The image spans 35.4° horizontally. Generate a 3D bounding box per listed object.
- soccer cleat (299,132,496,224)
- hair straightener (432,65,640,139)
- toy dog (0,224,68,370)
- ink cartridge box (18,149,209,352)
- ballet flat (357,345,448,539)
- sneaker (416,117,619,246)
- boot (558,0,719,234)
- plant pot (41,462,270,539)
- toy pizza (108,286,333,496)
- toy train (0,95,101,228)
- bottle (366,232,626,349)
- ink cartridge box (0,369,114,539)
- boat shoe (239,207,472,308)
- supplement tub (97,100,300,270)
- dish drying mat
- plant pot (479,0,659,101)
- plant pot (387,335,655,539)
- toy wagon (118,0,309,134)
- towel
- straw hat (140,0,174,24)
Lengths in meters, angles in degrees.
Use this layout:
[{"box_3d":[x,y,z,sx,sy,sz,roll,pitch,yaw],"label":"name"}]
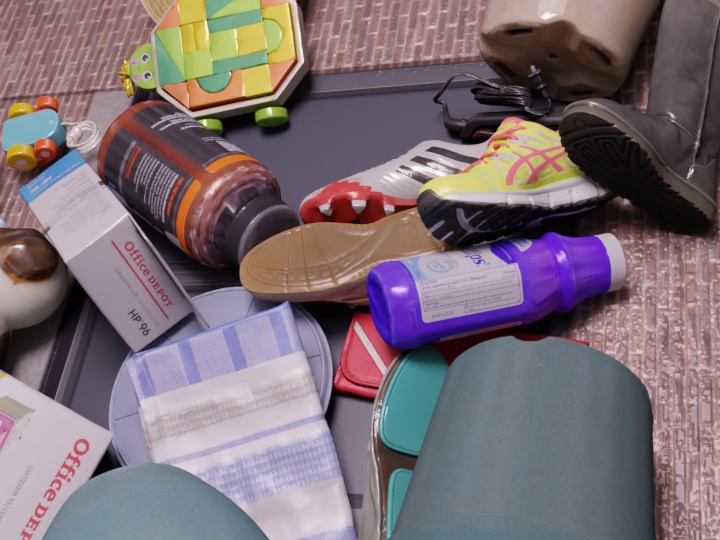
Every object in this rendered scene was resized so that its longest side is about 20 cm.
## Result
[{"box_3d":[0.044,-0.074,0.997,0.199,0.069,0.085,-11,45,7],"label":"soccer cleat"},{"box_3d":[0.152,-0.148,1.004,0.199,0.077,0.041,13,33,31],"label":"hair straightener"},{"box_3d":[-0.349,0.043,1.005,0.193,0.140,0.200,32,70,15],"label":"toy dog"},{"box_3d":[-0.215,-0.011,0.977,0.068,0.116,0.200,-37,38,-9],"label":"ink cartridge box"},{"box_3d":[0.026,0.151,0.849,0.064,0.067,0.201,-40,34,50],"label":"ballet flat"},{"box_3d":[0.118,-0.078,0.909,0.199,0.078,0.091,-10,76,-38],"label":"sneaker"},{"box_3d":[0.249,-0.152,0.924,0.072,0.182,0.201,-5,58,50],"label":"boot"},{"box_3d":[-0.146,0.214,0.773,0.199,0.200,0.135,-24,55,2],"label":"plant pot"},{"box_3d":[-0.116,0.104,0.947,0.199,0.032,0.201,-9,56,13],"label":"toy pizza"},{"box_3d":[-0.351,-0.082,1.144,0.150,0.056,0.200,36,75,29],"label":"toy train"},{"box_3d":[0.108,0.011,0.888,0.199,0.066,0.084,-11,15,-10],"label":"bottle"},{"box_3d":[-0.316,0.147,0.888,0.200,0.085,0.145,32,67,-10],"label":"ink cartridge box"},{"box_3d":[0.000,0.000,0.954,0.199,0.069,0.074,-10,53,6],"label":"boat shoe"},{"box_3d":[-0.145,-0.071,1.029,0.107,0.107,0.200,-45,55,-14],"label":"supplement tub"},{"box_3d":[0.078,0.077,0.908,0.199,0.018,0.077,6,59,22],"label":"dish drying mat"},{"box_3d":[0.193,-0.261,1.009,0.200,0.200,0.184,11,73,25],"label":"plant pot"},{"box_3d":[0.111,0.163,0.742,0.199,0.201,0.197,1,49,19],"label":"plant pot"},{"box_3d":[-0.152,-0.212,1.129,0.199,0.040,0.156,-9,80,10],"label":"toy wagon"},{"box_3d":[-0.094,0.139,0.871,0.146,0.024,0.201,-18,78,6],"label":"towel"},{"box_3d":[-0.139,-0.313,1.205,0.200,0.085,0.202,-2,82,12],"label":"straw hat"}]
